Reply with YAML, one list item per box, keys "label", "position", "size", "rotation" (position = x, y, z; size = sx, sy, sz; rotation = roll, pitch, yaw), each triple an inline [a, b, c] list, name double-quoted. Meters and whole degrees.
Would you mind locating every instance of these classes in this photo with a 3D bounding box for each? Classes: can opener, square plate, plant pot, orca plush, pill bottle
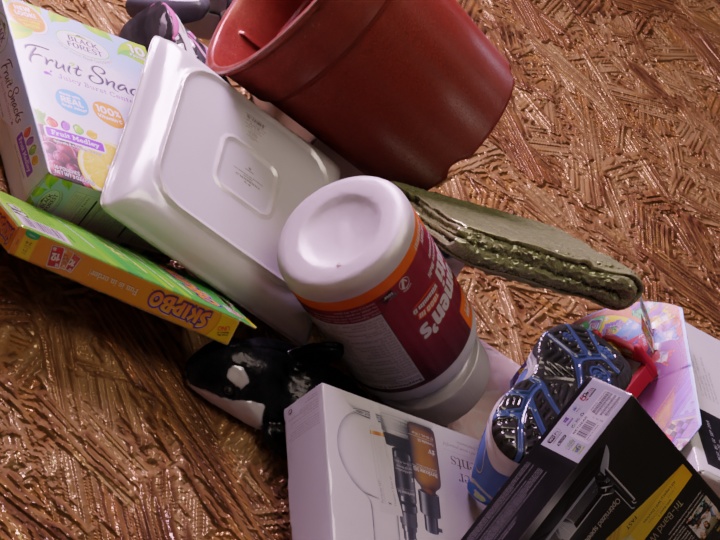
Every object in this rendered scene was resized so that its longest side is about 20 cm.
- label: "can opener"
  position: [-0.105, -0.213, 1.712]
  size: [0.198, 0.054, 0.067]
  rotation: [13, 32, 6]
- label: "square plate"
  position: [-0.096, -0.068, 1.511]
  size: [0.199, 0.028, 0.199]
  rotation: [36, 41, -24]
- label: "plant pot"
  position: [0.010, -0.176, 1.616]
  size: [0.195, 0.200, 0.201]
  rotation: [42, 26, -22]
- label: "orca plush"
  position: [-0.029, 0.089, 1.449]
  size: [0.199, 0.071, 0.106]
  rotation: [33, 29, -19]
- label: "pill bottle"
  position: [0.023, 0.029, 1.492]
  size: [0.200, 0.109, 0.110]
  rotation: [56, 12, -45]

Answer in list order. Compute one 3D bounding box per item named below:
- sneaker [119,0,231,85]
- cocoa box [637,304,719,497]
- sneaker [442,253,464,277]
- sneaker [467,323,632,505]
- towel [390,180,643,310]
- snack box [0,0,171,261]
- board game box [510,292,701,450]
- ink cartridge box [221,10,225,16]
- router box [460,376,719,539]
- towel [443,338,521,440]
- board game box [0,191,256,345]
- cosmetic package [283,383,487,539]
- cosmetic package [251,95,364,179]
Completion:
- label: "sneaker"
  position: [-0.135, -0.138, 1.632]
  size: [0.086, 0.080, 0.201]
  rotation: [31, 34, -41]
- label: "cocoa box"
  position: [0.261, 0.157, 1.597]
  size: [0.133, 0.131, 0.201]
  rotation: [27, 32, -24]
- label: "sneaker"
  position: [0.000, 0.000, 1.617]
  size: [0.199, 0.081, 0.077]
  rotation: [-3, 51, -29]
- label: "sneaker"
  position: [0.135, 0.104, 1.458]
  size: [0.076, 0.077, 0.200]
  rotation: [41, 38, 12]
- label: "towel"
  position: [0.116, -0.020, 1.569]
  size: [0.199, 0.037, 0.148]
  rotation: [13, 13, -31]
- label: "snack box"
  position: [-0.212, -0.111, 1.511]
  size: [0.142, 0.053, 0.201]
  rotation: [19, 37, -40]
- label: "board game box"
  position: [0.183, 0.091, 1.556]
  size: [0.039, 0.157, 0.201]
  rotation: [53, 24, -34]
- label: "ink cartridge box"
  position: [-0.105, -0.300, 1.886]
  size: [0.199, 0.085, 0.146]
  rotation: [22, 34, -37]
- label: "router box"
  position: [0.154, 0.200, 1.365]
  size: [0.157, 0.200, 0.052]
  rotation: [47, -13, -32]
- label: "towel"
  position: [0.142, 0.150, 1.631]
  size: [0.199, 0.032, 0.192]
  rotation: [35, 29, -15]
- label: "board game box"
  position: [-0.172, 0.000, 1.401]
  size: [0.199, 0.030, 0.095]
  rotation: [22, 8, -30]
- label: "cosmetic package"
  position: [0.040, 0.181, 1.403]
  size: [0.199, 0.052, 0.152]
  rotation: [22, 49, -34]
- label: "cosmetic package"
  position: [-0.037, -0.152, 1.778]
  size: [0.105, 0.071, 0.201]
  rotation: [19, 35, -36]
